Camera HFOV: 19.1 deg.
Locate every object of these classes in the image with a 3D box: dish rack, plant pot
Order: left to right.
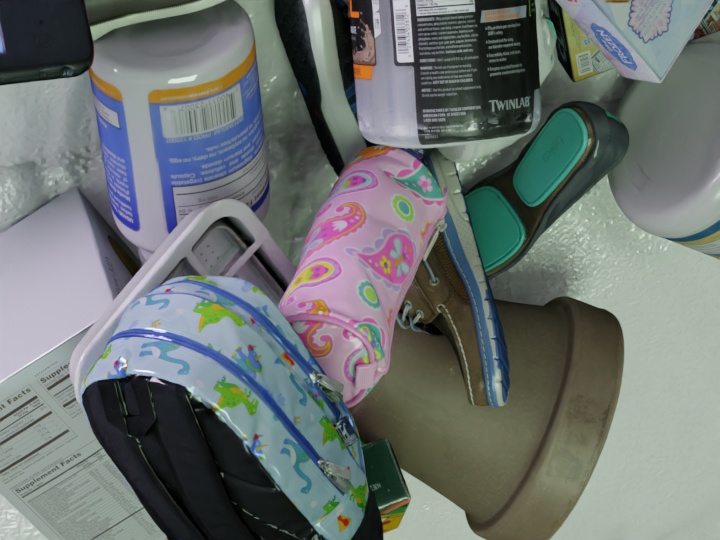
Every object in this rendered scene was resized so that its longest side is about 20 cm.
[{"bbox_3d":[-0.103,0.062,1.433,0.172,0.043,0.200,-52,132,-16],"label":"dish rack"},{"bbox_3d":[0.080,0.094,1.623,0.174,0.200,0.201,21,119,-12],"label":"plant pot"}]

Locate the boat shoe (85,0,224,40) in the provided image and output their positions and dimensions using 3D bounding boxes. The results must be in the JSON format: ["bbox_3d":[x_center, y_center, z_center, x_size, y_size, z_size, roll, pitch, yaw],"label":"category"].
[{"bbox_3d":[-0.140,-0.200,1.376,0.201,0.072,0.061,-21,135,0],"label":"boat shoe"}]

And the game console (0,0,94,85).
[{"bbox_3d":[-0.269,-0.190,1.276,0.199,0.177,0.031,-9,165,-22],"label":"game console"}]

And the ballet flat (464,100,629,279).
[{"bbox_3d":[0.128,-0.052,1.580,0.073,0.073,0.200,17,135,-29],"label":"ballet flat"}]

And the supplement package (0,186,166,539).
[{"bbox_3d":[-0.196,0.082,1.523,0.150,0.152,0.200,-32,130,6],"label":"supplement package"}]

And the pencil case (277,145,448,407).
[{"bbox_3d":[0.000,0.000,1.425,0.087,0.200,0.088,10,129,12],"label":"pencil case"}]

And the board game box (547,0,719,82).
[{"bbox_3d":[0.190,-0.239,1.486,0.135,0.035,0.200,-19,130,-5],"label":"board game box"}]

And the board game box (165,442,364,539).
[{"bbox_3d":[-0.084,0.183,1.714,0.200,0.040,0.153,-23,130,-1],"label":"board game box"}]

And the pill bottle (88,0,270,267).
[{"bbox_3d":[-0.119,-0.080,1.452,0.112,0.112,0.200,-12,130,-10],"label":"pill bottle"}]

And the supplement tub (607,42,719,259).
[{"bbox_3d":[0.295,-0.072,1.576,0.200,0.145,0.145,19,118,-36],"label":"supplement tub"}]

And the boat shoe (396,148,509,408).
[{"bbox_3d":[0.056,0.011,1.543,0.072,0.201,0.072,-16,156,5],"label":"boat shoe"}]

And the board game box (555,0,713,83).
[{"bbox_3d":[0.177,-0.258,1.362,0.199,0.041,0.200,43,75,-34],"label":"board game box"}]

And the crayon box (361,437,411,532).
[{"bbox_3d":[-0.033,0.183,1.600,0.127,0.051,0.200,-21,168,-6],"label":"crayon box"}]

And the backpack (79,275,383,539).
[{"bbox_3d":[-0.086,0.099,1.334,0.200,0.163,0.154,42,61,-41],"label":"backpack"}]

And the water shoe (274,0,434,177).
[{"bbox_3d":[-0.002,-0.141,1.481,0.079,0.072,0.200,-29,140,-9],"label":"water shoe"}]

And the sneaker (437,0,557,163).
[{"bbox_3d":[0.105,-0.172,1.497,0.088,0.075,0.200,-14,133,-31],"label":"sneaker"}]

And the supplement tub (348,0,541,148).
[{"bbox_3d":[0.052,-0.185,1.387,0.122,0.122,0.201,-6,100,-15],"label":"supplement tub"}]
